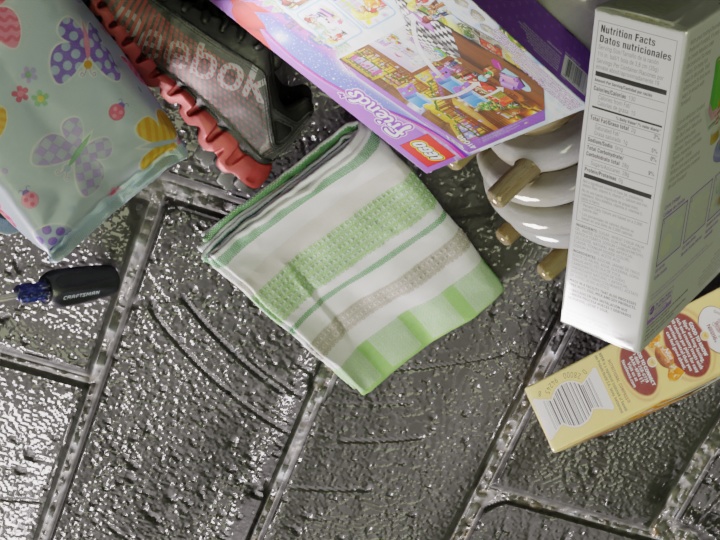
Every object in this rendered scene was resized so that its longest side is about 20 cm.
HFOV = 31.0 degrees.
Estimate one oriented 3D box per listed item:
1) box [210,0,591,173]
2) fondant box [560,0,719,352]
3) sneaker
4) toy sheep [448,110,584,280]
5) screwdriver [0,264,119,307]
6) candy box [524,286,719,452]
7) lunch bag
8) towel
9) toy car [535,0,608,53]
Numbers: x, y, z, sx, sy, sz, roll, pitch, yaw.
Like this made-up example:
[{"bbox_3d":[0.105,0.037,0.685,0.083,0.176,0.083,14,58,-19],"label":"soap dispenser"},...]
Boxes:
[{"bbox_3d":[0.021,-0.141,0.740,0.199,0.039,0.136,36,146,-30],"label":"box"},{"bbox_3d":[0.185,-0.074,0.768,0.058,0.144,0.202,23,127,30],"label":"fondant box"},{"bbox_3d":[-0.104,-0.147,0.842,0.098,0.071,0.201,-36,117,13],"label":"sneaker"},{"bbox_3d":[0.141,-0.074,0.875,0.137,0.139,0.200,-30,141,9],"label":"toy sheep"},{"bbox_3d":[-0.243,0.018,0.870,0.029,0.199,0.028,-34,74,37],"label":"screwdriver"},{"bbox_3d":[0.229,0.060,0.925,0.199,0.115,0.056,-31,76,31],"label":"candy box"},{"bbox_3d":[-0.211,-0.110,0.777,0.127,0.200,0.170,-39,114,-7],"label":"lunch bag"},{"bbox_3d":[0.000,0.000,0.926,0.149,0.031,0.200,-35,129,13],"label":"towel"},{"bbox_3d":[0.089,-0.215,0.796,0.198,0.177,0.150,27,147,-18],"label":"toy car"}]
